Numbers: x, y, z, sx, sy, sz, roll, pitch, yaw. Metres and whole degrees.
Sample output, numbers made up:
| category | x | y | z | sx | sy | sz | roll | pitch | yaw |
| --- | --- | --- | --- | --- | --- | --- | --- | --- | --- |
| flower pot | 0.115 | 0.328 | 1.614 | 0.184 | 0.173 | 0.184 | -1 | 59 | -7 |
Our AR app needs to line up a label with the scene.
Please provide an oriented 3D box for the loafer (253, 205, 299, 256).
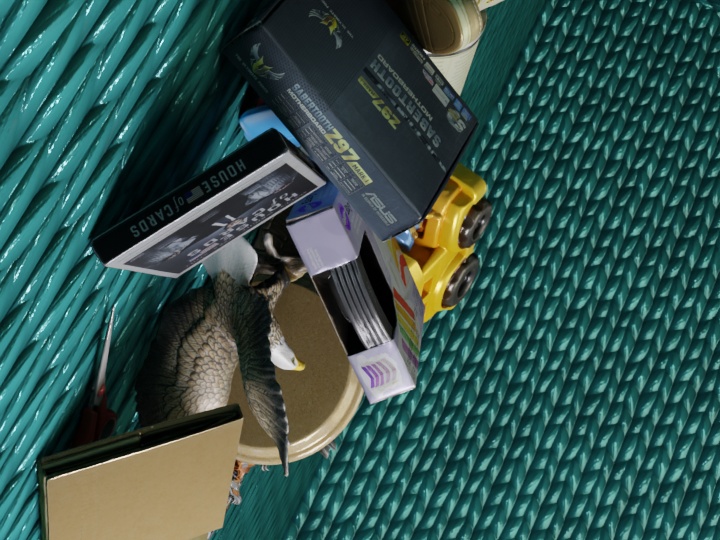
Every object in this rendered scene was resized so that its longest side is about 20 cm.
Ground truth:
| category | x | y | z | sx | sy | sz | roll | pitch | yaw |
| --- | --- | --- | --- | --- | --- | --- | --- | --- | --- |
| loafer | -0.082 | -0.011 | 1.426 | 0.200 | 0.076 | 0.068 | -55 | 173 | -9 |

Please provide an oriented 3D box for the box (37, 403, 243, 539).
| category | x | y | z | sx | sy | sz | roll | pitch | yaw |
| --- | --- | --- | --- | --- | --- | --- | --- | --- | --- |
| box | -0.183 | 0.188 | 1.106 | 0.163 | 0.021 | 0.200 | -16 | 148 | -22 |

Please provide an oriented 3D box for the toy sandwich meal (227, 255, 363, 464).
| category | x | y | z | sx | sy | sz | roll | pitch | yaw |
| --- | --- | --- | --- | --- | --- | --- | --- | --- | --- |
| toy sandwich meal | -0.081 | 0.086 | 1.276 | 0.206 | 0.205 | 0.070 | -65 | 166 | -8 |

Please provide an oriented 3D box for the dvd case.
| category | x | y | z | sx | sy | sz | roll | pitch | yaw |
| --- | --- | --- | --- | --- | --- | --- | --- | --- | --- |
| dvd case | -0.105 | -0.045 | 0.990 | 0.150 | 0.025 | 0.200 | -32 | 174 | 4 |

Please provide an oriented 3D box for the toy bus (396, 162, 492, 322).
| category | x | y | z | sx | sy | sz | roll | pitch | yaw |
| --- | --- | --- | --- | --- | --- | --- | --- | --- | --- |
| toy bus | 0.038 | -0.015 | 1.481 | 0.192 | 0.136 | 0.200 | -42 | 154 | -41 |

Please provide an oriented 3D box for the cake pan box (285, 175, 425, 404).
| category | x | y | z | sx | sy | sz | roll | pitch | yaw |
| --- | --- | --- | --- | --- | --- | --- | --- | --- | --- |
| cake pan box | 0.000 | 0.000 | 1.214 | 0.052 | 0.185 | 0.200 | -22 | -164 | 13 |

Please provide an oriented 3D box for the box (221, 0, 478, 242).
| category | x | y | z | sx | sy | sz | roll | pitch | yaw |
| --- | --- | --- | --- | --- | --- | --- | --- | --- | --- |
| box | -0.001 | -0.145 | 1.064 | 0.051 | 0.200 | 0.158 | -28 | -161 | 39 |

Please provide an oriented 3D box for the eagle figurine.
| category | x | y | z | sx | sy | sz | roll | pitch | yaw |
| --- | --- | --- | --- | --- | --- | --- | --- | --- | --- |
| eagle figurine | -0.104 | 0.069 | 1.167 | 0.152 | 0.151 | 0.200 | 125 | -14 | -64 |

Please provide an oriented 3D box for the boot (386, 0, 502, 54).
| category | x | y | z | sx | sy | sz | roll | pitch | yaw |
| --- | --- | --- | --- | --- | --- | --- | --- | --- | --- |
| boot | 0.104 | -0.248 | 1.144 | 0.200 | 0.154 | 0.072 | -131 | -156 | -64 |

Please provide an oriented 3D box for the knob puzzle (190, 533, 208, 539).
| category | x | y | z | sx | sy | sz | roll | pitch | yaw |
| --- | --- | --- | --- | --- | --- | --- | --- | --- | --- |
| knob puzzle | -0.182 | 0.208 | 1.333 | 0.220 | 0.030 | 0.220 | -4 | 90 | -86 |

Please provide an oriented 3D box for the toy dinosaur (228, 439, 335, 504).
| category | x | y | z | sx | sy | sz | roll | pitch | yaw |
| --- | --- | --- | --- | --- | --- | --- | --- | --- | --- |
| toy dinosaur | -0.098 | 0.139 | 1.337 | 0.200 | 0.135 | 0.102 | -66 | -152 | 22 |

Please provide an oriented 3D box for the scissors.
| category | x | y | z | sx | sy | sz | roll | pitch | yaw |
| --- | --- | --- | --- | --- | --- | --- | --- | --- | --- |
| scissors | -0.211 | 0.107 | 1.057 | 0.073 | 0.014 | 0.200 | -58 | 172 | -36 |

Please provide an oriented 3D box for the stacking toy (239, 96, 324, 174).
| category | x | y | z | sx | sy | sz | roll | pitch | yaw |
| --- | --- | --- | --- | --- | --- | --- | --- | --- | --- |
| stacking toy | -0.025 | -0.192 | 1.168 | 0.116 | 0.110 | 0.201 | 29 | 63 | -43 |

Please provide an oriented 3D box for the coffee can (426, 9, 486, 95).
| category | x | y | z | sx | sy | sz | roll | pitch | yaw |
| --- | --- | --- | --- | --- | --- | --- | --- | --- | --- |
| coffee can | 0.029 | -0.186 | 1.326 | 0.146 | 0.146 | 0.200 | -59 | 170 | -46 |

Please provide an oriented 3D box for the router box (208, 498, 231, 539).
| category | x | y | z | sx | sy | sz | roll | pitch | yaw |
| --- | --- | --- | --- | --- | --- | --- | --- | --- | --- |
| router box | -0.204 | 0.291 | 1.596 | 0.200 | 0.052 | 0.158 | -58 | 170 | -50 |
